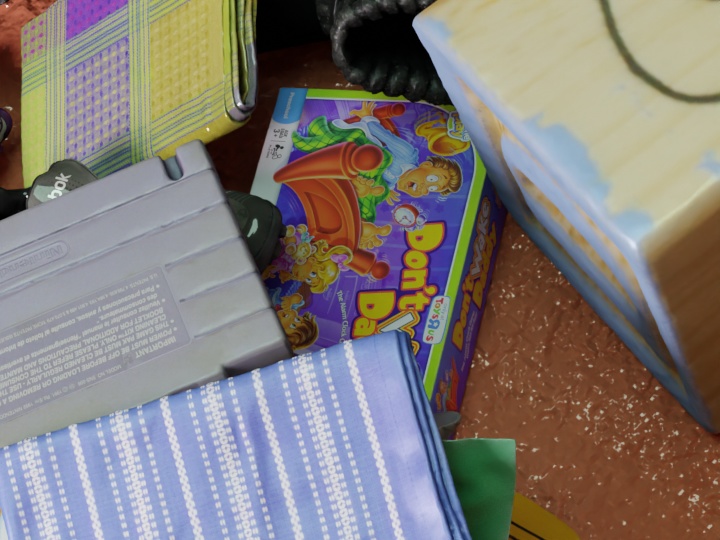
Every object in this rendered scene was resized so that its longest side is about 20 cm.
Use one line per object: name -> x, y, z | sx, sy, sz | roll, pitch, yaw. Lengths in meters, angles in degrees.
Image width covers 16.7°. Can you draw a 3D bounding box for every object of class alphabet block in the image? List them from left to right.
alphabet block -> 0.177, -0.078, 1.201 | 0.200, 0.197, 0.195 | -38, 57, -4

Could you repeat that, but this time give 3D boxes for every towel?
towel -> -0.125, -0.114, 1.376 | 0.200, 0.023, 0.144 | -26, 59, 41
towel -> -0.054, 0.118, 1.063 | 0.199, 0.024, 0.146 | -17, 75, 5

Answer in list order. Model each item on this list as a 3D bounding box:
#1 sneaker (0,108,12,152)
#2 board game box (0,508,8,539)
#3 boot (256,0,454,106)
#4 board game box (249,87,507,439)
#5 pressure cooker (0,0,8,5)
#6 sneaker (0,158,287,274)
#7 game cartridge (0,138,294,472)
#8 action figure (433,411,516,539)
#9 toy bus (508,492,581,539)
sneaker -> -0.241, -0.062, 1.410 | 0.087, 0.075, 0.200 | -18, 44, -1
board game box -> -0.170, 0.144, 1.161 | 0.102, 0.105, 0.201 | -4, 60, 11
boot -> -0.016, -0.142, 1.349 | 0.210, 0.080, 0.158 | -16, 35, 11
board game box -> 0.000, 0.000, 1.312 | 0.134, 0.045, 0.201 | 3, 63, 22
pressure cooker -> -0.268, -0.236, 1.430 | 0.175, 0.180, 0.200 | -7, 21, 29
sneaker -> -0.132, -0.020, 1.313 | 0.199, 0.090, 0.067 | -3, 61, 40
game cartridge -> -0.142, 0.031, 1.142 | 0.199, 0.038, 0.130 | -22, 63, -4
action figure -> 0.025, 0.163, 1.126 | 0.118, 0.201, 0.055 | 4, 19, 24
toy bus -> 0.007, 0.119, 1.198 | 0.199, 0.065, 0.078 | 27, 28, 17
